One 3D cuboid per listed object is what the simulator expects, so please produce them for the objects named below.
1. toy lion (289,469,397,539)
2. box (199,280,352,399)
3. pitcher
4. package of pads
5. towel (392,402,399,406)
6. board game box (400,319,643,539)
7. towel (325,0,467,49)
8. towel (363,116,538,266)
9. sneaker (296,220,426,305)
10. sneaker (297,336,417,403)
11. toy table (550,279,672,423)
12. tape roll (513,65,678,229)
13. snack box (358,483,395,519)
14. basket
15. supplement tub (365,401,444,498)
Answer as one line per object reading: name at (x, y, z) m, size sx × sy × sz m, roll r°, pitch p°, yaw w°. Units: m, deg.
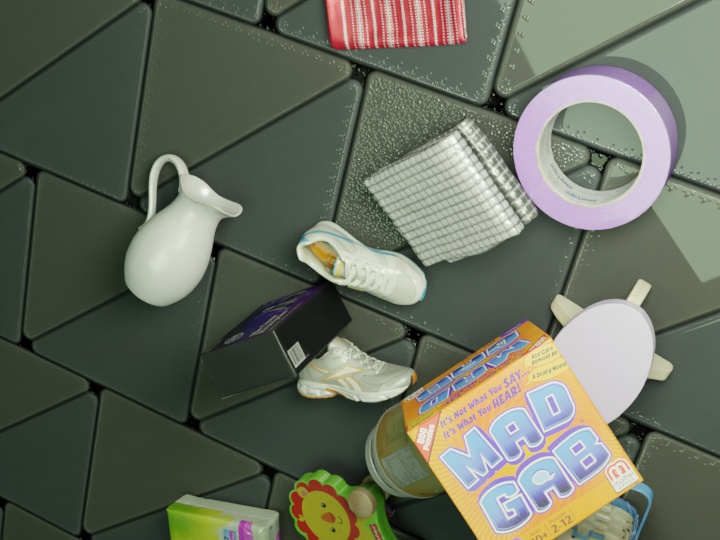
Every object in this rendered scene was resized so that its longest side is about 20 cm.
toy lion at (-0.020, 0.409, 1.788) m, size 0.191 × 0.069 × 0.201 m, roll -19°, pitch 100°, yaw 37°
box at (-0.122, 0.100, 1.653) m, size 0.141 × 0.200 × 0.079 m, roll -23°, pitch 100°, yaw 29°
pitcher at (-0.295, -0.062, 1.732) m, size 0.172 × 0.121 × 0.200 m, roll 45°, pitch 113°, yaw 25°
package of pads at (-0.231, 0.480, 1.936) m, size 0.199 × 0.068 × 0.155 m, roll 6°, pitch 111°, yaw 24°
towel at (0.147, 0.211, 1.682) m, size 0.199 × 0.018 × 0.086 m, roll -22°, pitch 104°, yaw 30°
board game box at (0.188, 0.206, 1.374) m, size 0.199 × 0.200 × 0.200 m, roll -34°, pitch 93°, yaw 2°
towel at (0.041, -0.369, 1.495) m, size 0.199 × 0.022 × 0.145 m, roll 2°, pitch 112°, yaw 24°
towel at (0.123, -0.101, 1.501) m, size 0.166 × 0.086 × 0.200 m, roll 52°, pitch 146°, yaw -10°
sneaker at (0.000, 0.000, 1.627) m, size 0.199 × 0.081 × 0.077 m, roll 25°, pitch 117°, yaw 13°
sneaker at (-0.012, 0.145, 1.697) m, size 0.199 × 0.076 × 0.092 m, roll -1°, pitch 105°, yaw 24°
toy table at (0.323, 0.108, 1.498) m, size 0.184 × 0.117 × 0.200 m, roll 42°, pitch 121°, yaw 5°
tape roll at (0.300, -0.156, 1.433) m, size 0.199 × 0.066 × 0.201 m, roll 9°, pitch 113°, yaw 22°
snack box at (-0.022, 0.439, 1.845) m, size 0.072 × 0.024 × 0.200 m, roll 38°, pitch 121°, yaw 8°
basket at (0.313, 0.353, 1.586) m, size 0.176 × 0.139 × 0.201 m, roll 15°, pitch 126°, yaw 20°
supplement tub at (0.104, 0.242, 1.593) m, size 0.145 × 0.144 × 0.200 m, roll 50°, pitch 145°, yaw 0°
